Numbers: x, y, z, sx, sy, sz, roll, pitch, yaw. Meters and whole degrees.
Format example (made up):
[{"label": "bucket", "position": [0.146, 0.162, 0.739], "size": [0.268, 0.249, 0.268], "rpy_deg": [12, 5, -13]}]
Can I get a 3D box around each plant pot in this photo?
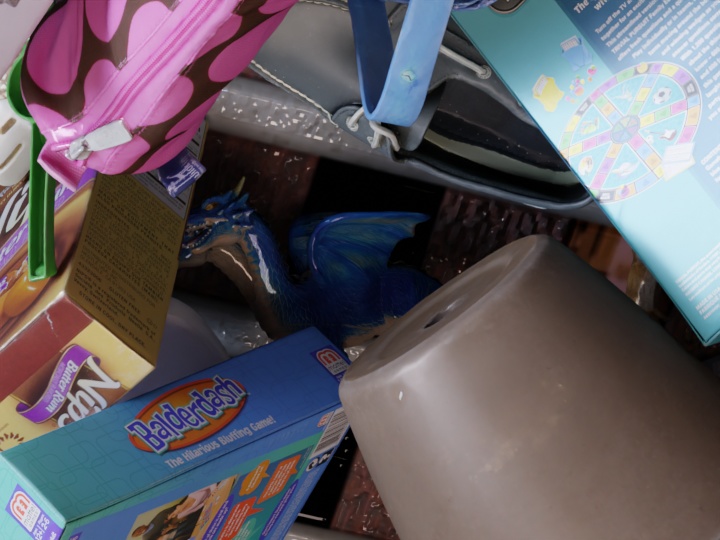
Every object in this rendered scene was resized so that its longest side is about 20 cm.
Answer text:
[{"label": "plant pot", "position": [0.085, 0.084, 1.139], "size": [0.200, 0.200, 0.175], "rpy_deg": [-34, 97, 22]}]

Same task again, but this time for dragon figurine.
[{"label": "dragon figurine", "position": [0.000, 0.000, 1.244], "size": [0.200, 0.059, 0.100], "rpy_deg": [-8, 90, -21]}]

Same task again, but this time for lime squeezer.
[{"label": "lime squeezer", "position": [-0.147, -0.098, 1.098], "size": [0.038, 0.071, 0.200], "rpy_deg": [-11, 96, 38]}]

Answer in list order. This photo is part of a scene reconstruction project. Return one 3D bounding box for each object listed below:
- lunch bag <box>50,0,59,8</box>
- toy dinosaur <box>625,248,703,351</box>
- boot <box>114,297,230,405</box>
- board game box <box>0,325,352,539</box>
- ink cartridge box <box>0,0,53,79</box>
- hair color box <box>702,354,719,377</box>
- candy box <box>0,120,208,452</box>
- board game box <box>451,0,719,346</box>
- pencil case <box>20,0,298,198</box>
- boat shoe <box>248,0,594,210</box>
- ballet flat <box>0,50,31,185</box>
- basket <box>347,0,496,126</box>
[{"label": "lunch bag", "position": [-0.174, -0.194, 1.117], "size": [0.161, 0.083, 0.200], "rpy_deg": [-32, 118, 22]}, {"label": "toy dinosaur", "position": [0.113, 0.069, 1.280], "size": [0.060, 0.106, 0.200], "rpy_deg": [21, 107, -46]}, {"label": "boot", "position": [-0.089, 0.065, 1.268], "size": [0.073, 0.090, 0.200], "rpy_deg": [-15, 134, -2]}, {"label": "board game box", "position": [-0.097, 0.114, 1.145], "size": [0.045, 0.200, 0.152], "rpy_deg": [43, 125, 20]}, {"label": "ink cartridge box", "position": [-0.160, -0.173, 1.004], "size": [0.147, 0.083, 0.200], "rpy_deg": [34, 83, -24]}, {"label": "hair color box", "position": [0.166, 0.106, 1.327], "size": [0.200, 0.061, 0.099], "rpy_deg": [-22, 121, 17]}, {"label": "candy box", "position": [-0.134, 0.003, 1.177], "size": [0.056, 0.200, 0.117], "rpy_deg": [41, 116, -19]}, {"label": "board game box", "position": [0.146, -0.094, 1.131], "size": [0.151, 0.047, 0.200], "rpy_deg": [-44, 74, 26]}, {"label": "pencil case", "position": [-0.063, -0.105, 1.009], "size": [0.091, 0.094, 0.200], "rpy_deg": [40, 146, -2]}, {"label": "boat shoe", "position": [0.025, -0.082, 1.200], "size": [0.200, 0.062, 0.073], "rpy_deg": [22, 122, -13]}, {"label": "ballet flat", "position": [-0.183, -0.062, 1.212], "size": [0.200, 0.065, 0.070], "rpy_deg": [-19, 163, 20]}, {"label": "basket", "position": [0.024, -0.178, 1.048], "size": [0.139, 0.200, 0.177], "rpy_deg": [13, 125, -12]}]
